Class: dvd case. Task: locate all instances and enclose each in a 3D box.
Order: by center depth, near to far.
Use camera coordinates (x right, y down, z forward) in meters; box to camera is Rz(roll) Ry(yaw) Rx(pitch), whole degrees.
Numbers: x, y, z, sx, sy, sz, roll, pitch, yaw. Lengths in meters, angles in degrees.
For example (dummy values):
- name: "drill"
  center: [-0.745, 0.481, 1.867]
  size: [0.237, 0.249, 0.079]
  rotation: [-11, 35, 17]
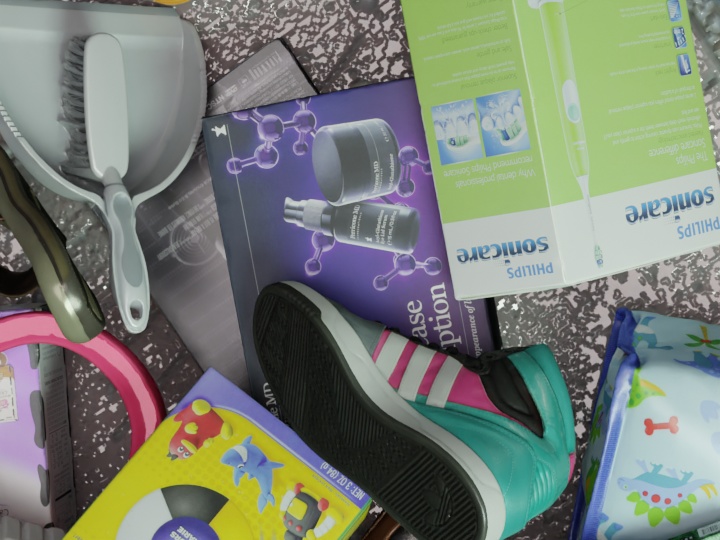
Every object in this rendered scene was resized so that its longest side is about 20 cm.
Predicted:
- name: "dvd case"
  center: [-0.050, -0.010, 1.400]
  size: [0.148, 0.016, 0.201]
  rotation: [-35, 89, 6]

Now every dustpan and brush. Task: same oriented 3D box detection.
- name: "dustpan and brush"
  center: [-0.140, -0.060, 1.333]
  size: [0.139, 0.057, 0.201]
  rotation: [1, 78, -29]

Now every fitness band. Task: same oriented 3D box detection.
- name: "fitness band"
  center: [-0.199, 0.113, 1.344]
  size: [0.200, 0.037, 0.144]
  rotation: [-43, 92, 5]

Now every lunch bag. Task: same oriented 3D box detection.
- name: "lunch bag"
  center: [0.202, 0.141, 1.336]
  size: [0.169, 0.128, 0.201]
  rotation: [12, 110, 2]

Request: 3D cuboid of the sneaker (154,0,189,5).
- name: "sneaker"
  center: [-0.143, -0.245, 1.364]
  size: [0.078, 0.077, 0.201]
  rotation: [-32, 88, 9]

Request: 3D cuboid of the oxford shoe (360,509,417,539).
- name: "oxford shoe"
  center: [0.001, 0.200, 1.381]
  size: [0.071, 0.071, 0.201]
  rotation: [31, 98, 1]

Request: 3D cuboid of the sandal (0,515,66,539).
- name: "sandal"
  center: [-0.226, 0.160, 1.303]
  size: [0.201, 0.083, 0.050]
  rotation: [21, 138, -2]

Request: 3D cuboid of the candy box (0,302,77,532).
- name: "candy box"
  center: [-0.253, 0.125, 1.400]
  size: [0.166, 0.072, 0.202]
  rotation: [-4, 93, 5]

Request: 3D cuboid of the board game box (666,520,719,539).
- name: "board game box"
  center: [0.182, 0.241, 1.280]
  size: [0.104, 0.023, 0.201]
  rotation: [-19, 98, 8]

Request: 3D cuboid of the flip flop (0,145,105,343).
- name: "flip flop"
  center: [-0.194, -0.013, 1.329]
  size: [0.057, 0.200, 0.081]
  rotation: [-34, 127, -4]

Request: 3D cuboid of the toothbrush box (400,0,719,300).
- name: "toothbrush box"
  center: [0.109, -0.097, 1.305]
  size: [0.086, 0.145, 0.201]
  rotation: [-10, 93, 45]

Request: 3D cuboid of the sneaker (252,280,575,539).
- name: "sneaker"
  center: [0.042, 0.063, 1.274]
  size: [0.200, 0.120, 0.084]
  rotation: [44, 132, 33]

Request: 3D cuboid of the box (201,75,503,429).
- name: "box"
  center: [0.000, 0.000, 1.350]
  size: [0.140, 0.079, 0.201]
  rotation: [-11, 93, 8]

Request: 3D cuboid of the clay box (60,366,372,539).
- name: "clay box"
  center: [-0.098, 0.162, 1.266]
  size: [0.115, 0.048, 0.200]
  rotation: [36, 67, 8]
